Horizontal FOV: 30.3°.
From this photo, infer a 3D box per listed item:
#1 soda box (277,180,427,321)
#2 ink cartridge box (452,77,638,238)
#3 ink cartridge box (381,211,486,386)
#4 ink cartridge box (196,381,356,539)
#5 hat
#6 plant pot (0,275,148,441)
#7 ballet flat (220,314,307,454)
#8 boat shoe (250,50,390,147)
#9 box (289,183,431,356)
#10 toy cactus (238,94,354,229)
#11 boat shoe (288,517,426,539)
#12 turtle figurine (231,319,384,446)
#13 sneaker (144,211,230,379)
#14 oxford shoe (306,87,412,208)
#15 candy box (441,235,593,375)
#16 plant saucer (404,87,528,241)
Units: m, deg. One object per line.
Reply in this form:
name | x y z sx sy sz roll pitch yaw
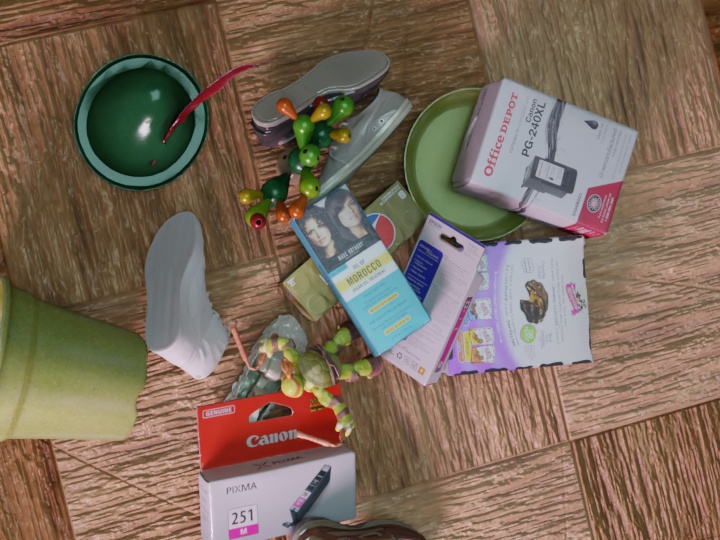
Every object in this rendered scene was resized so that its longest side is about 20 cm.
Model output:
soda box | -0.010 -0.023 1.706 0.200 0.064 0.068 -42 96 -9
ink cartridge box | 0.236 -0.143 1.718 0.198 0.083 0.146 19 85 -11
ink cartridge box | 0.091 0.036 1.680 0.094 0.037 0.201 33 112 29
ink cartridge box | -0.102 0.241 1.651 0.198 0.043 0.175 -8 107 -24
hat | -0.253 -0.199 1.601 0.165 0.176 0.201 36 82 -9
plant pot | -0.358 0.123 1.582 0.183 0.200 0.202 12 86 -23
ballet flat | -0.124 0.150 1.679 0.071 0.072 0.201 31 82 -9
boat shoe | -0.052 -0.222 1.713 0.199 0.057 0.067 -28 59 -14
box | 0.000 0.000 1.643 0.082 0.049 0.201 -33 88 -9
toy cactus | -0.086 -0.134 1.640 0.102 0.165 0.201 28 83 -9
boat shoe | 0.005 0.360 1.676 0.198 0.072 0.076 6 107 -30
turtle figurine | -0.053 0.114 1.643 0.200 0.065 0.161 44 41 18
sneaker | -0.213 0.036 1.665 0.073 0.116 0.202 -11 57 23
oxford shoe | -0.014 -0.157 1.705 0.058 0.075 0.200 41 78 -3
candy box | 0.196 0.045 1.743 0.198 0.072 0.169 -4 89 -11
plant saucer | 0.150 -0.139 1.758 0.198 0.031 0.202 0 88 -12
